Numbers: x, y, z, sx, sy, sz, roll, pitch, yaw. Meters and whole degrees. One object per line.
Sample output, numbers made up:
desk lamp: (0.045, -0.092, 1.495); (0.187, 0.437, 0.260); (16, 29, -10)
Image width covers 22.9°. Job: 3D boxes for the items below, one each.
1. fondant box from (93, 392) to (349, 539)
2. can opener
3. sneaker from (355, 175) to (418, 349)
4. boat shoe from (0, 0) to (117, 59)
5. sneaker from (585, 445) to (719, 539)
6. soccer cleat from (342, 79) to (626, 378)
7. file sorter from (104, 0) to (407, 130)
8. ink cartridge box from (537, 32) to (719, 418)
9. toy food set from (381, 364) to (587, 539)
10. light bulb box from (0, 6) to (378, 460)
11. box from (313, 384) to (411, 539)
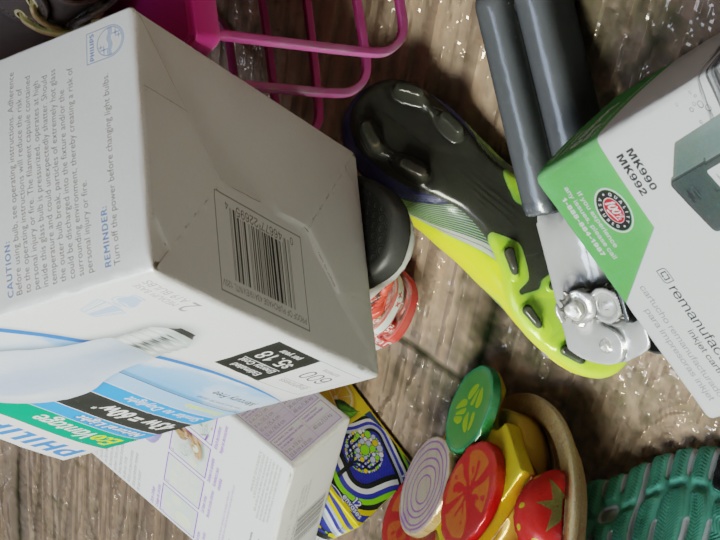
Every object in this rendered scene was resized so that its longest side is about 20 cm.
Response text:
fondant box: (-0.108, 0.089, 1.104); (0.199, 0.058, 0.145); (37, 141, 18)
can opener: (0.107, -0.048, 0.880); (0.052, 0.066, 0.201); (-6, 107, 45)
sneaker: (0.000, -0.001, 0.984); (0.107, 0.068, 0.201); (20, 163, -30)
boat shoe: (-0.139, -0.147, 0.831); (0.200, 0.071, 0.060); (-51, 42, 38)
sneaker: (0.176, 0.151, 0.979); (0.087, 0.075, 0.199); (39, 150, -26)
soccer cleat: (0.070, -0.023, 0.947); (0.200, 0.065, 0.084); (45, 172, 2)
file sorter: (-0.077, -0.130, 0.916); (0.200, 0.125, 0.140); (-37, 57, 54)
ink cartridge box: (0.195, -0.040, 0.768); (0.146, 0.084, 0.200); (53, 142, -3)
toy food set: (0.061, 0.162, 1.005); (0.048, 0.198, 0.201); (20, 116, -20)
light bulb box: (-0.127, -0.005, 0.845); (0.199, 0.198, 0.126); (-17, 66, 26)
box: (-0.058, 0.076, 1.142); (0.200, 0.064, 0.070); (52, 143, -2)
